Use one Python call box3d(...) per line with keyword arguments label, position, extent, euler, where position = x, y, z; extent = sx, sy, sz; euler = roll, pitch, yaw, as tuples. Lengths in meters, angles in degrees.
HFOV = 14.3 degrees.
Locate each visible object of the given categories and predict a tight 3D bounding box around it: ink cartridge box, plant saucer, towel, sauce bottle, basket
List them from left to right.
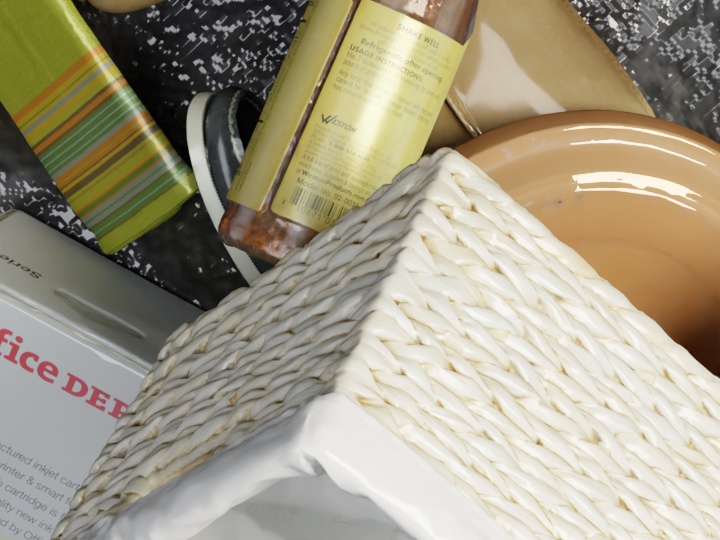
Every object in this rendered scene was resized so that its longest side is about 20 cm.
box3d(label="towel", position=(-0.140, -0.103, 1.207), extent=(0.200, 0.018, 0.086), euler=(56, 145, -3))
box3d(label="ink cartridge box", position=(-0.141, 0.097, 1.247), extent=(0.145, 0.088, 0.200), euler=(27, 113, 8))
box3d(label="sauce bottle", position=(0.011, -0.091, 1.095), extent=(0.066, 0.066, 0.200), euler=(25, 91, 10))
box3d(label="basket", position=(0.016, 0.096, 1.028), extent=(0.200, 0.161, 0.198), euler=(39, 136, -18))
box3d(label="plant saucer", position=(0.088, 0.035, 1.142), extent=(0.200, 0.032, 0.201), euler=(-3, 114, -7))

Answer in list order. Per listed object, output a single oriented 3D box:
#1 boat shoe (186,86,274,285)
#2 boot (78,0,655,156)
box3d(label="boat shoe", position=(0.000, 0.000, 1.171), extent=(0.068, 0.072, 0.200), euler=(-25, 115, 26))
box3d(label="boot", position=(-0.002, -0.088, 1.164), extent=(0.175, 0.066, 0.200), euler=(-32, 95, 23))
